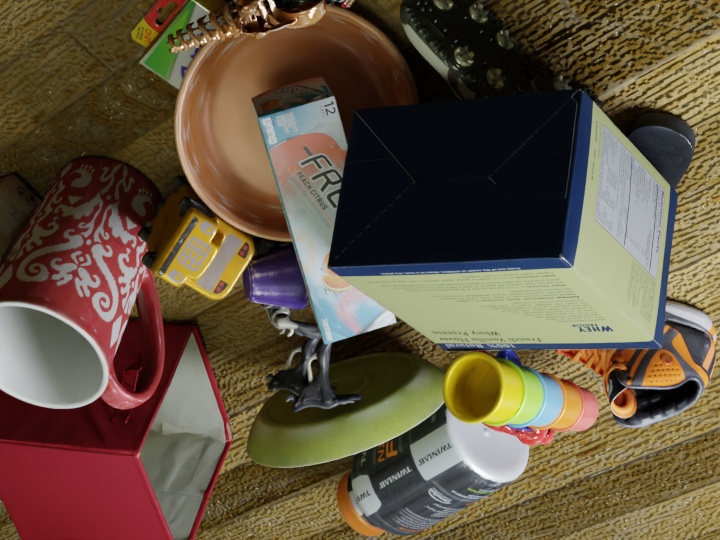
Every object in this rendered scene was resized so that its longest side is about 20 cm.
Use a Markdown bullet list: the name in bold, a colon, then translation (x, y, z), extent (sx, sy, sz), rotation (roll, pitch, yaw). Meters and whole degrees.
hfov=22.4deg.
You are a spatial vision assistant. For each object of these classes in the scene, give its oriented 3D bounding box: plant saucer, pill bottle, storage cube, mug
- **plant saucer**: translation (-0.015, 0.120, 1.670), extent (0.200, 0.200, 0.031), rotation (-11, 107, 29)
- **pill bottle**: translation (0.062, 0.193, 1.768), extent (0.106, 0.106, 0.200), rotation (37, 134, -19)
- **storage cube**: translation (-0.250, 0.163, 1.801), extent (0.179, 0.171, 0.200), rotation (3, 136, 18)
- **mug**: translation (-0.251, 0.019, 1.629), extent (0.133, 0.200, 0.178), rotation (1, 135, 18)
- **plant saucer**: translation (-0.052, -0.123, 1.474), extent (0.200, 0.037, 0.201), rotation (-3, 110, -9)

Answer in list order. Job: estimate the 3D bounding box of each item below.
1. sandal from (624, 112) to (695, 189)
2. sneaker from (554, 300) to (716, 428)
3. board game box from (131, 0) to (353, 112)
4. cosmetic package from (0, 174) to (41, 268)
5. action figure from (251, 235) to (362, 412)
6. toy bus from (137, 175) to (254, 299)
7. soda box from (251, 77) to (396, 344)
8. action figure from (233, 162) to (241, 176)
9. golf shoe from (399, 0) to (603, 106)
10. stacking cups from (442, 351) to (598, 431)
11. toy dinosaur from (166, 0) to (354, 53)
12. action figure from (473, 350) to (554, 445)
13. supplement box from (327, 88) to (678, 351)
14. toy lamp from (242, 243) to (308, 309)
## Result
- **sandal**: translation (0.223, -0.046, 1.511), extent (0.076, 0.043, 0.200), rotation (13, 137, 6)
- **sneaker**: translation (0.208, 0.070, 1.584), extent (0.200, 0.112, 0.078), rotation (10, 136, 11)
- **board game box**: translation (-0.092, -0.160, 1.517), extent (0.200, 0.030, 0.096), rotation (35, 136, -14)
- **cosmetic package**: translation (-0.359, 0.019, 1.665), extent (0.103, 0.200, 0.087), rotation (-19, 126, 34)
- **action figure**: translation (-0.048, 0.019, 1.626), extent (0.119, 0.102, 0.200), rotation (-171, 70, -68)
- **toy bus**: translation (-0.139, -0.028, 1.546), extent (0.078, 0.200, 0.065), rotation (33, 96, -14)
- **soda box**: translation (-0.029, -0.048, 1.447), extent (0.063, 0.068, 0.200), rotation (-17, 111, -3)
- **action figure**: translation (-0.021, -0.059, 1.559), extent (0.200, 0.052, 0.065), rotation (10, 140, -19)
- **golf shoe**: translation (0.097, -0.142, 1.434), extent (0.200, 0.077, 0.088), rotation (37, 140, -19)
- **stacking cups**: translation (0.149, 0.114, 1.568), extent (0.060, 0.061, 0.200), rotation (-16, 160, 32)
- **toy dinosaur**: translation (-0.054, -0.225, 1.348), extent (0.200, 0.136, 0.102), rotation (-15, 125, -24)
- **action figure**: translation (0.115, 0.097, 1.646), extent (0.099, 0.065, 0.200), rotation (10, 149, 38)
- **supplement box**: translation (0.115, -0.032, 1.409), extent (0.200, 0.135, 0.200), rotation (-2, 158, 31)
- **toy lamp**: translation (0.000, 0.000, 1.547), extent (0.200, 0.058, 0.058), rotation (-5, 139, -14)
